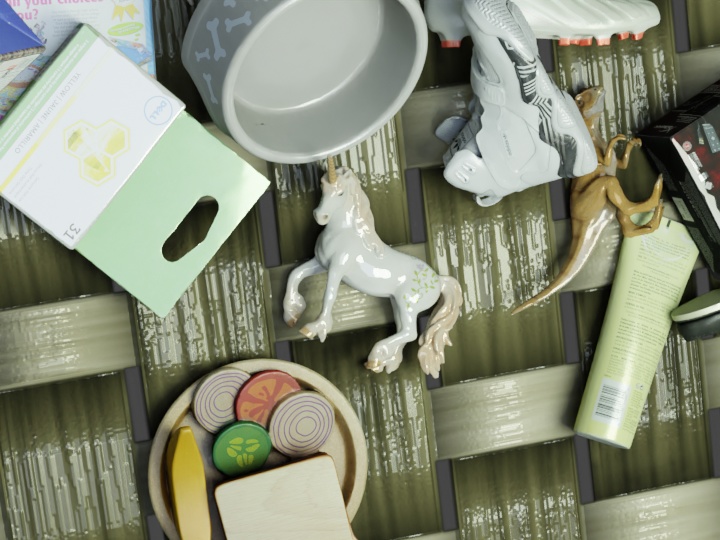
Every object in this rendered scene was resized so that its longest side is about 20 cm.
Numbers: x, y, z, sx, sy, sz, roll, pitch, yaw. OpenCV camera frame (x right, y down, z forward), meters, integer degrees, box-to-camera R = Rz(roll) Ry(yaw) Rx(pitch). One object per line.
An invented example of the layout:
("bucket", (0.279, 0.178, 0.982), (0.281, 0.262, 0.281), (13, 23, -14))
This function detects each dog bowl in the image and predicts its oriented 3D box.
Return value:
("dog bowl", (-0.037, -0.168, 1.687), (0.200, 0.059, 0.200), (-19, 138, -18))

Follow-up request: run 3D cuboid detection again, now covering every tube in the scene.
("tube", (0.234, 0.050, 1.855), (0.058, 0.052, 0.201), (26, 80, -60))

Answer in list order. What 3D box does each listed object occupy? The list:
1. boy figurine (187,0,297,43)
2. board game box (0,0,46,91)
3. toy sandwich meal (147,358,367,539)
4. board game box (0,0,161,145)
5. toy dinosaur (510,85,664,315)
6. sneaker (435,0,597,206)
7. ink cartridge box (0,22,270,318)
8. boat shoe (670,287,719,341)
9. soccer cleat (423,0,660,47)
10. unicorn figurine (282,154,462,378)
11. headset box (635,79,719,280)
("boy figurine", (-0.110, -0.272, 1.705), (0.124, 0.064, 0.200), (-45, 110, -2))
("board game box", (-0.349, -0.127, 1.578), (0.200, 0.159, 0.097), (-41, 92, 12))
("toy sandwich meal", (-0.078, 0.174, 1.776), (0.204, 0.070, 0.206), (-2, 99, -15))
("board game box", (-0.260, -0.158, 1.696), (0.199, 0.034, 0.135), (-5, 100, -14))
("toy dinosaur", (0.198, -0.052, 1.830), (0.106, 0.060, 0.201), (9, 89, 14))
("sneaker", (0.103, -0.132, 1.746), (0.115, 0.075, 0.200), (-26, 128, 14))
("ink cartridge box", (-0.183, -0.074, 1.688), (0.200, 0.048, 0.146), (39, 87, -15))
("boat shoe", (0.359, 0.031, 1.861), (0.201, 0.074, 0.063), (-15, 97, -23))
("soccer cleat", (0.150, -0.222, 1.780), (0.199, 0.069, 0.078), (-2, 96, -12))
("unicorn figurine", (0.000, 0.000, 1.777), (0.200, 0.074, 0.138), (28, 90, -33))
("headset box", (0.358, -0.103, 1.842), (0.200, 0.077, 0.149), (-32, 104, -10))
